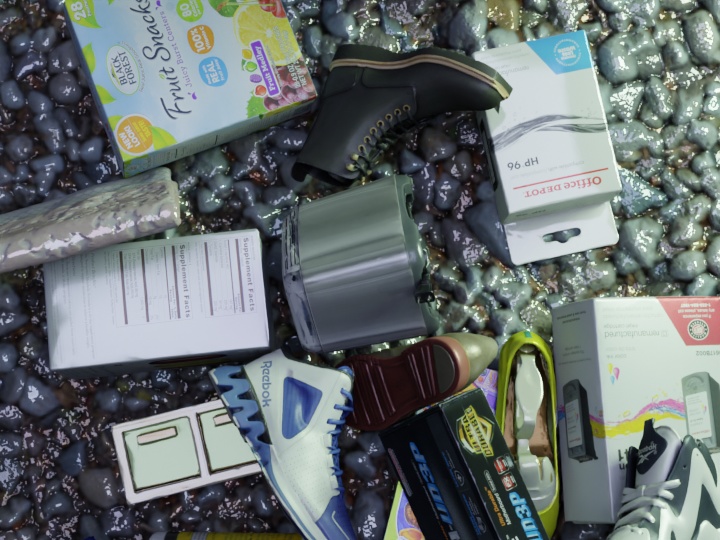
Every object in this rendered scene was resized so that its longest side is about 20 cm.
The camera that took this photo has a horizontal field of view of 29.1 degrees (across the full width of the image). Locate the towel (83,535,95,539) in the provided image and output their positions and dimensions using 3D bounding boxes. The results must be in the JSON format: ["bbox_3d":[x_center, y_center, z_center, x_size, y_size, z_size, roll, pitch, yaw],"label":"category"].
[{"bbox_3d":[-0.279,0.361,1.268,0.146,0.050,0.202,-20,75,-1],"label":"towel"}]

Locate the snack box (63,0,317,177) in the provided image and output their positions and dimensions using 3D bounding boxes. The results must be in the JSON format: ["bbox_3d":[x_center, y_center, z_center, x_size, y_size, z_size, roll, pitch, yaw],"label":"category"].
[{"bbox_3d":[-0.164,-0.204,1.334,0.198,0.068,0.170,-21,83,-11],"label":"snack box"}]

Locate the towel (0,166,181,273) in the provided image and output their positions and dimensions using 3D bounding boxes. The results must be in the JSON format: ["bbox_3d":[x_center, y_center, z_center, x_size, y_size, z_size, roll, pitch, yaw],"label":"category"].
[{"bbox_3d":[-0.262,-0.045,1.265,0.198,0.191,0.033,-16,105,-3],"label":"towel"}]

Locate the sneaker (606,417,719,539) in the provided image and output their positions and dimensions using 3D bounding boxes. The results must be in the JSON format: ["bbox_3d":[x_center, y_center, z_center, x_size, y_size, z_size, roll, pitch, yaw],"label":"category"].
[{"bbox_3d":[0.238,0.194,1.162,0.198,0.079,0.131,-10,83,-32],"label":"sneaker"}]

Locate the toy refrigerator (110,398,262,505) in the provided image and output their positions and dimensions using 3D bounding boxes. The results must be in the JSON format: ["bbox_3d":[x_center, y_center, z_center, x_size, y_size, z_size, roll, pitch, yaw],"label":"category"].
[{"bbox_3d":[-0.126,0.158,1.297,0.198,0.070,0.077,-13,83,-2],"label":"toy refrigerator"}]

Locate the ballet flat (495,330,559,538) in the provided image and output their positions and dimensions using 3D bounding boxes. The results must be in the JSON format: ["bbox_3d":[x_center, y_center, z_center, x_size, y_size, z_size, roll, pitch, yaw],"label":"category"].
[{"bbox_3d":[0.149,0.154,1.255,0.066,0.067,0.202,1,83,-1],"label":"ballet flat"}]

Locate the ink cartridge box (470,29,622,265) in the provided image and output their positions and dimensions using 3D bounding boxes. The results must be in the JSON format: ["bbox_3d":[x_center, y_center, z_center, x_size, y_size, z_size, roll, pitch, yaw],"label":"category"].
[{"bbox_3d":[0.180,-0.117,1.336,0.115,0.068,0.202,-12,83,-2],"label":"ink cartridge box"}]

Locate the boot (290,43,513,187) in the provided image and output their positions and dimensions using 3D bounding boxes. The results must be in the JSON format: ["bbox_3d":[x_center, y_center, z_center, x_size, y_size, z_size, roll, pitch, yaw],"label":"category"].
[{"bbox_3d":[0.036,-0.132,1.295,0.199,0.077,0.139,9,69,42],"label":"boot"}]

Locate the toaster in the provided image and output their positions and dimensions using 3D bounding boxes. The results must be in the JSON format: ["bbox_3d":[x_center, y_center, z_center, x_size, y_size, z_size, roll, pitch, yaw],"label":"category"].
[{"bbox_3d":[0.000,0.000,1.265,0.128,0.201,0.114,-14,120,5],"label":"toaster"}]

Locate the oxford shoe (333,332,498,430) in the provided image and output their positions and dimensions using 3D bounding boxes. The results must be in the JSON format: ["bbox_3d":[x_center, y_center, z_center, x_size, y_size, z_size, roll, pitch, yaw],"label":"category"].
[{"bbox_3d":[0.045,0.101,1.271,0.074,0.199,0.071,-14,88,-42],"label":"oxford shoe"}]

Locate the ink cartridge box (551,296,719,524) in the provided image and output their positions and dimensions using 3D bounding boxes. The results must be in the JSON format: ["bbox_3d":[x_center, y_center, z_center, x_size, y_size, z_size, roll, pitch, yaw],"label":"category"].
[{"bbox_3d":[0.262,0.127,1.277,0.146,0.086,0.202,-1,81,-22],"label":"ink cartridge box"}]

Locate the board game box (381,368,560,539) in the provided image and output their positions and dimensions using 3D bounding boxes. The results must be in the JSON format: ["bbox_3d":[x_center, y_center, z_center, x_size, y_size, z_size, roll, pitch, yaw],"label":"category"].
[{"bbox_3d":[0.104,0.193,1.307,0.133,0.045,0.202,14,83,1],"label":"board game box"}]

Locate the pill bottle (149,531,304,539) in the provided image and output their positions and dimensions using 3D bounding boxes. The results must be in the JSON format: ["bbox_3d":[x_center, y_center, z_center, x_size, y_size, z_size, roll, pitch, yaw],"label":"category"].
[{"bbox_3d":[-0.093,0.295,1.257,0.198,0.114,0.116,0,82,0],"label":"pill bottle"}]

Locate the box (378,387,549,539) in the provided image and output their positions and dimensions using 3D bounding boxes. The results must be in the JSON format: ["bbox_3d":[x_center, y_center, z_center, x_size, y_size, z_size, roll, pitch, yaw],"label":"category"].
[{"bbox_3d":[0.098,0.212,1.200,0.046,0.159,0.202,-21,83,-23],"label":"box"}]

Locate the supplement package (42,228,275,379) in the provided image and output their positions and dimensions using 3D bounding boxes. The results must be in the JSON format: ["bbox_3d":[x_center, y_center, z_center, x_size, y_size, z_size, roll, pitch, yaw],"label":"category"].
[{"bbox_3d":[-0.183,0.034,1.290,0.198,0.114,0.111,-6,81,0],"label":"supplement package"}]

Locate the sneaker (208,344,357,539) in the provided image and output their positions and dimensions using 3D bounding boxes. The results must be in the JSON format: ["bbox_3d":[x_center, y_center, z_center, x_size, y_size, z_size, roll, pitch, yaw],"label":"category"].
[{"bbox_3d":[-0.040,0.145,1.222,0.115,0.081,0.200,-30,74,-8],"label":"sneaker"}]
